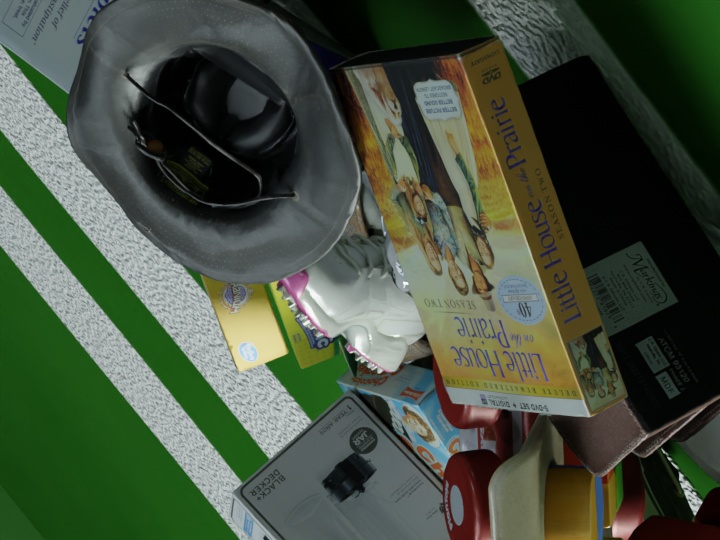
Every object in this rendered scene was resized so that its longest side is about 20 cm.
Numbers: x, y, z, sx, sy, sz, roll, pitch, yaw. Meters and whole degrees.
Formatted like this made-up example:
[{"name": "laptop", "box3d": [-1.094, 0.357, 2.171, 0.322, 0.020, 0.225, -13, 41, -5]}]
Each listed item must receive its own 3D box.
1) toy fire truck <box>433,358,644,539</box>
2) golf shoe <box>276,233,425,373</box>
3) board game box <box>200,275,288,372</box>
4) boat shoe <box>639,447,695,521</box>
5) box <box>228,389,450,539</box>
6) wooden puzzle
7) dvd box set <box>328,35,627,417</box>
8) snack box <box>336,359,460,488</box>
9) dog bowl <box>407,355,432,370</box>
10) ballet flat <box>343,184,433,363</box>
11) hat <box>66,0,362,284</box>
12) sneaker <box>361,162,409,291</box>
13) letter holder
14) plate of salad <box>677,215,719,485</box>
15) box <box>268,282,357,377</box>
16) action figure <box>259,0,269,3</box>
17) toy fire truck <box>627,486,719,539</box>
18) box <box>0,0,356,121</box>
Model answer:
[{"name": "toy fire truck", "box3d": [0.094, 0.088, 1.720, 0.168, 0.112, 0.201, -156, 60, -71]}, {"name": "golf shoe", "box3d": [0.000, 0.000, 1.722, 0.075, 0.091, 0.200, 54, -171, 23]}, {"name": "board game box", "box3d": [-0.109, -0.048, 1.933, 0.200, 0.040, 0.153, 73, 177, -50]}, {"name": "boat shoe", "box3d": [0.170, 0.140, 1.779, 0.071, 0.064, 0.201, -38, 69, 38]}, {"name": "box", "box3d": [0.018, 0.195, 1.866, 0.200, 0.117, 0.060, 44, 161, 12]}, {"name": "wooden puzzle", "box3d": [0.122, 0.165, 1.551, 0.046, 0.200, 0.186, 1, 105, 18]}, {"name": "dvd box set", "box3d": [0.059, -0.022, 1.442, 0.146, 0.029, 0.201, 3, 116, 62]}, {"name": "snack box", "box3d": [0.071, 0.150, 1.898, 0.200, 0.037, 0.116, 57, 159, -21]}, {"name": "dog bowl", "box3d": [0.112, 0.124, 1.906, 0.200, 0.059, 0.200, 42, 161, 19]}, {"name": "ballet flat", "box3d": [0.018, -0.026, 1.819, 0.067, 0.068, 0.201, 0, 126, 26]}, {"name": "hat", "box3d": [-0.068, -0.092, 1.549, 0.200, 0.081, 0.201, 18, 132, 21]}, {"name": "sneaker", "box3d": [0.027, -0.055, 1.646, 0.115, 0.075, 0.200, 52, -170, 3]}, {"name": "letter holder", "box3d": [0.115, 0.010, 1.516, 0.200, 0.100, 0.142, 58, 152, 11]}, {"name": "plate of salad", "box3d": [0.213, 0.050, 1.551, 0.200, 0.048, 0.201, 42, 150, 32]}, {"name": "box", "box3d": [-0.053, -0.024, 1.888, 0.118, 0.048, 0.200, 73, 174, -49]}, {"name": "action figure", "box3d": [-0.107, -0.249, 1.614, 0.200, 0.102, 0.119, 47, 173, 1]}, {"name": "toy fire truck", "box3d": [0.250, 0.200, 1.593, 0.200, 0.112, 0.168, 32, 164, 2]}, {"name": "box", "box3d": [-0.119, -0.143, 1.721, 0.200, 0.105, 0.184, 36, -171, 34]}]
